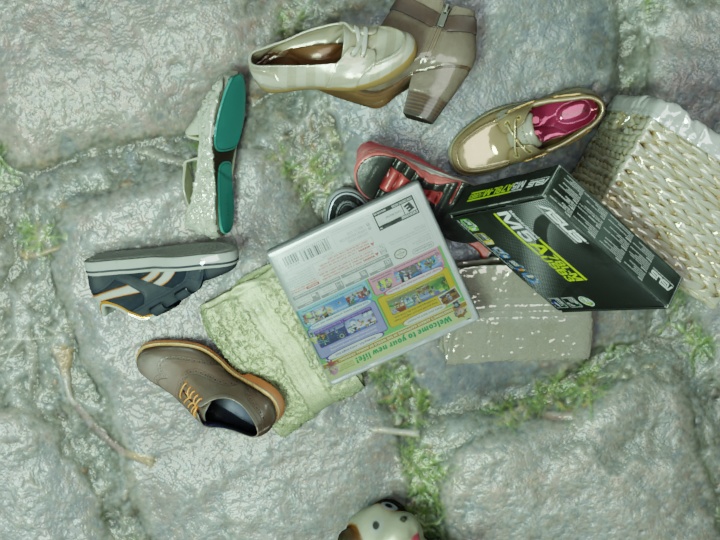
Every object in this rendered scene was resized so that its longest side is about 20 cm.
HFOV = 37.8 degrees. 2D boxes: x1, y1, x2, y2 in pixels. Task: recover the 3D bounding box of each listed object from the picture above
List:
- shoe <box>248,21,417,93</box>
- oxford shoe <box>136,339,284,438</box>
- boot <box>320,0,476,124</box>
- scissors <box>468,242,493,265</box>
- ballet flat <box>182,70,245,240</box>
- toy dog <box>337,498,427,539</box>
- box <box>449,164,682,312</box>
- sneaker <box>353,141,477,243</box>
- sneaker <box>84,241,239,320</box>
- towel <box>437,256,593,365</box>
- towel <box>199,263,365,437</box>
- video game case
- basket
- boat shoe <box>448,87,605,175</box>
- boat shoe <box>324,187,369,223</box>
[{"bbox_3d":[-0.034,-0.243,1.195,0.197,0.053,0.071,-8,67,12],"label":"shoe"},{"bbox_3d":[-0.192,0.143,1.274,0.198,0.073,0.072,20,116,12],"label":"oxford shoe"},{"bbox_3d":[0.038,-0.266,1.249,0.197,0.070,0.148,18,88,2],"label":"boot"},{"bbox_3d":[0.127,-0.043,1.307,0.197,0.014,0.074,13,100,-6],"label":"scissors"},{"bbox_3d":[-0.182,-0.139,1.255,0.071,0.072,0.203,6,98,-3],"label":"ballet flat"},{"bbox_3d":[0.055,0.385,1.317,0.139,0.193,0.202,-27,97,-36],"label":"toy dog"},{"bbox_3d":[0.222,-0.028,1.166,0.199,0.193,0.048,39,74,-19],"label":"box"},{"bbox_3d":[0.080,-0.105,1.263,0.198,0.087,0.074,25,114,-21],"label":"sneaker"},{"bbox_3d":[-0.232,0.013,1.261,0.197,0.078,0.081,-5,103,18],"label":"sneaker"},{"bbox_3d":[0.195,0.051,1.309,0.197,0.035,0.135,-1,108,-4],"label":"towel"},{"bbox_3d":[-0.097,0.096,1.307,0.147,0.037,0.201,-31,99,3],"label":"towel"},{"bbox_3d":[0.015,0.017,1.237,0.198,0.022,0.184,-24,105,7],"label":"video game case"},{"bbox_3d":[0.354,-0.087,1.219,0.199,0.198,0.162,33,98,-7],"label":"basket"},{"bbox_3d":[0.200,-0.170,1.263,0.198,0.069,0.075,-24,99,1],"label":"boat shoe"},{"bbox_3d":[0.000,0.000,1.280,0.071,0.068,0.203,-9,99,-1],"label":"boat shoe"}]
